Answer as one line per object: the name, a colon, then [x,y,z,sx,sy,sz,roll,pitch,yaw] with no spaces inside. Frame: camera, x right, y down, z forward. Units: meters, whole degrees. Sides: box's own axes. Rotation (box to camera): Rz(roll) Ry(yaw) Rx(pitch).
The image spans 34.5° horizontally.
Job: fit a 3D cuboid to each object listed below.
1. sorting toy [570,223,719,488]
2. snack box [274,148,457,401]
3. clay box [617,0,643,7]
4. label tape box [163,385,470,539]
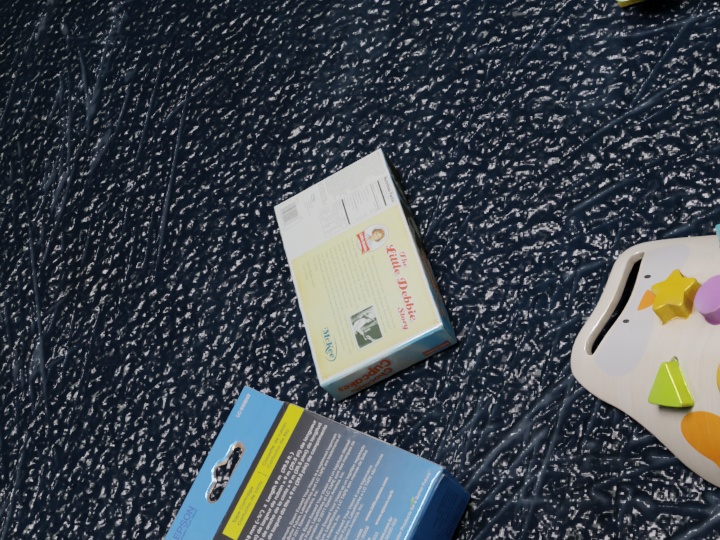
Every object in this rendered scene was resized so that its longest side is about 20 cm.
sorting toy: [0.238,0.038,0.826,0.179,0.107,0.201,9,65,54]
snack box: [0.000,0.000,1.002,0.115,0.037,0.201,-27,53,13]
clay box: [0.274,-0.317,1.032,0.114,0.048,0.202,-12,58,23]
label tape box: [-0.035,0.191,0.890,0.199,0.063,0.145,18,72,36]
